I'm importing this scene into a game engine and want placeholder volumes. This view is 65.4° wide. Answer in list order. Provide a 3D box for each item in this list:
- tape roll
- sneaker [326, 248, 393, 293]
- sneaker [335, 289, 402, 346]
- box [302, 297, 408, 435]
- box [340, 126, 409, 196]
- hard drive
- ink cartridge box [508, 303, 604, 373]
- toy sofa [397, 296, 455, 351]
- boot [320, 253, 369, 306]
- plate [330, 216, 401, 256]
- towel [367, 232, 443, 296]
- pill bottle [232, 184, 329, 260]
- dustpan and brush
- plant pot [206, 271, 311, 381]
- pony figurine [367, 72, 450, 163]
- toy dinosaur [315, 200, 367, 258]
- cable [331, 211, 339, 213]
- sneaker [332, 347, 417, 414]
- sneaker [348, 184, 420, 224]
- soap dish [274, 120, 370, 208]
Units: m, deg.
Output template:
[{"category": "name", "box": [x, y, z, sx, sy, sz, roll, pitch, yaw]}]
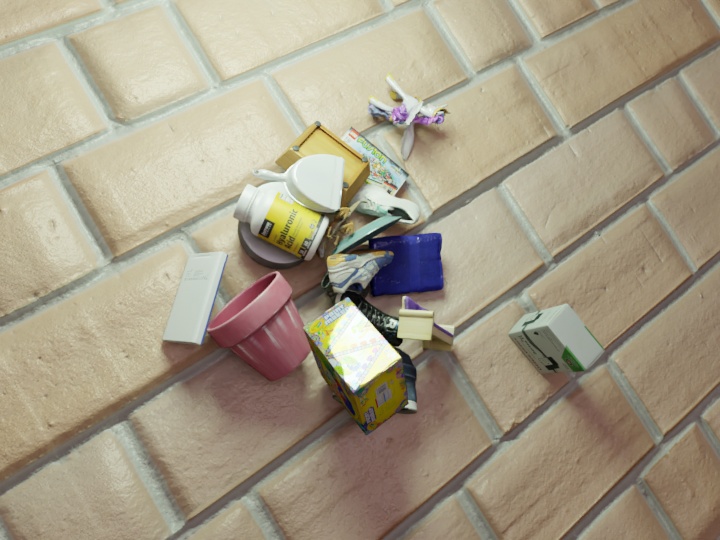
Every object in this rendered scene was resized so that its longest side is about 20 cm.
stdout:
[{"category": "tape roll", "box": [-0.194, -0.107, 1.351, 0.197, 0.066, 0.203, 4, 76, -16]}, {"category": "sneaker", "box": [0.000, 0.000, 1.287, 0.198, 0.075, 0.089, -13, 102, -43]}, {"category": "sneaker", "box": [0.037, 0.107, 1.294, 0.200, 0.111, 0.074, 45, 58, -40]}, {"category": "box", "box": [-0.006, 0.205, 1.196, 0.121, 0.201, 0.193, -32, 52, -16]}, {"category": "box", "box": [0.019, -0.271, 1.469, 0.199, 0.035, 0.111, 38, 69, -4]}, {"category": "hard drive", "box": [-0.363, 0.060, 1.232, 0.025, 0.131, 0.203, 30, 66, -44]}, {"category": "ink cartridge box", "box": [0.483, 0.177, 1.408, 0.083, 0.200, 0.147, -40, 89, -18]}, {"category": "toy sofa", "box": [0.161, 0.127, 1.323, 0.082, 0.200, 0.099, 3, 76, 25]}, {"category": "boot", "box": [-0.059, 0.069, 1.314, 0.131, 0.067, 0.202, 50, 55, -42]}, {"category": "plate", "box": [0.008, -0.085, 1.331, 0.199, 0.200, 0.026, -29, 89, -20]}, {"category": "towel", "box": [0.113, -0.016, 1.412, 0.197, 0.049, 0.150, -5, 97, -19]}, {"category": "pill bottle", "box": [-0.179, -0.112, 1.262, 0.198, 0.111, 0.112, 26, 71, -8]}, {"category": "dustpan and brush", "box": [-0.142, -0.206, 1.253, 0.197, 0.057, 0.141, 12, 68, -17]}, {"category": "plant pot", "box": [-0.205, 0.133, 1.232, 0.200, 0.199, 0.180, -41, 105, -21]}, {"category": "pony figurine", "box": [0.121, -0.415, 1.488, 0.198, 0.167, 0.194, 29, 62, 9]}, {"category": "toy dinosaur", "box": [-0.042, -0.118, 1.297, 0.060, 0.106, 0.200, 46, 72, -14]}, {"category": "cable", "box": [-0.079, -0.227, 1.417, 0.096, 0.050, 0.203, 10, 65, -42]}, {"category": "sneaker", "box": [0.038, 0.253, 1.328, 0.199, 0.077, 0.148, 8, 66, -6]}, {"category": "sneaker", "box": [0.053, -0.161, 1.401, 0.197, 0.089, 0.076, 15, 112, 4]}, {"category": "soap dish", "box": [-0.083, -0.257, 1.357, 0.199, 0.081, 0.158, 36, 53, -2]}]
